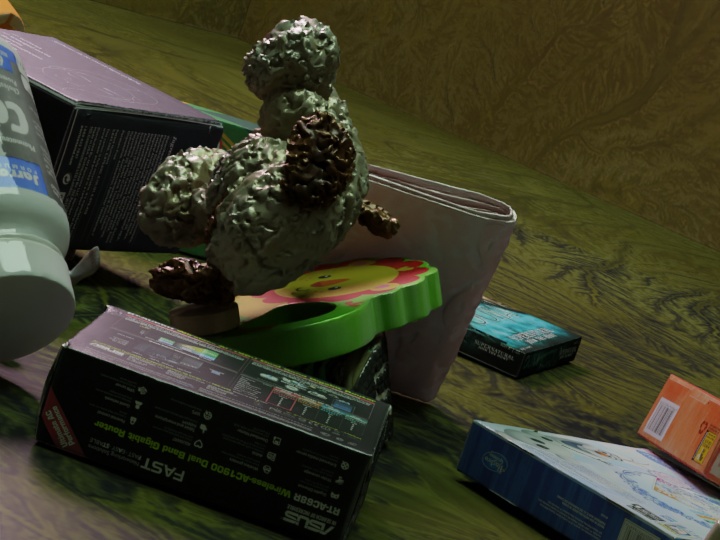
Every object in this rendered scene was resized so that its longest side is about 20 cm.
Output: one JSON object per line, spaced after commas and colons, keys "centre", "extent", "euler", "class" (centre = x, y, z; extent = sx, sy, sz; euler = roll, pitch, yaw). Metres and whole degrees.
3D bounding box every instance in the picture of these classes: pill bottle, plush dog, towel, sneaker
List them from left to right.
{"centre": [-0.250, -0.048, 1.463], "extent": [0.113, 0.114, 0.201], "euler": [12, 45, -40], "class": "pill bottle"}
{"centre": [-0.054, -0.043, 1.524], "extent": [0.160, 0.200, 0.172], "euler": [39, 24, -7], "class": "plush dog"}
{"centre": [-0.022, 0.079, 1.643], "extent": [0.088, 0.078, 0.200], "euler": [-6, 9, -1], "class": "sneaker"}
{"centre": [0.000, 0.000, 1.732], "extent": [0.189, 0.201, 0.032], "euler": [18, 42, -5], "class": "towel"}

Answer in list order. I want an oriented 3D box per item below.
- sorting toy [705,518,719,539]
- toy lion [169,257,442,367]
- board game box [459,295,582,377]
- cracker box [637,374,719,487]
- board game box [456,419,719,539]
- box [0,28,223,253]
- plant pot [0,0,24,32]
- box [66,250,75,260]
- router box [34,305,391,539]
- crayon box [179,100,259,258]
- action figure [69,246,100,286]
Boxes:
{"centre": [0.345, 0.189, 1.480], "extent": [0.199, 0.070, 0.199], "euler": [35, 18, 16], "class": "sorting toy"}
{"centre": [-0.036, 0.029, 1.608], "extent": [0.190, 0.069, 0.200], "euler": [-8, 12, -2], "class": "toy lion"}
{"centre": [0.119, 0.055, 2.136], "extent": [0.134, 0.028, 0.200], "euler": [23, 10, 17], "class": "board game box"}
{"centre": [0.319, 0.159, 1.698], "extent": [0.199, 0.058, 0.134], "euler": [30, 1, -16], "class": "cracker box"}
{"centre": [0.201, 0.170, 1.583], "extent": [0.198, 0.044, 0.199], "euler": [12, 12, -43], "class": "board game box"}
{"centre": [-0.253, -0.107, 1.817], "extent": [0.199, 0.125, 0.196], "euler": [27, 14, 29], "class": "box"}
{"centre": [-0.458, -0.268, 2.388], "extent": [0.183, 0.201, 0.200], "euler": [40, 15, 18], "class": "plant pot"}
{"centre": [-0.333, -0.062, 1.874], "extent": [0.121, 0.033, 0.199], "euler": [10, 12, -46], "class": "box"}
{"centre": [-0.086, 0.091, 1.385], "extent": [0.198, 0.063, 0.150], "euler": [20, 10, 2], "class": "router box"}
{"centre": [-0.192, -0.093, 2.050], "extent": [0.198, 0.128, 0.051], "euler": [15, 10, -21], "class": "crayon box"}
{"centre": [-0.277, -0.006, 1.574], "extent": [0.193, 0.105, 0.201], "euler": [-1, 46, -46], "class": "action figure"}
